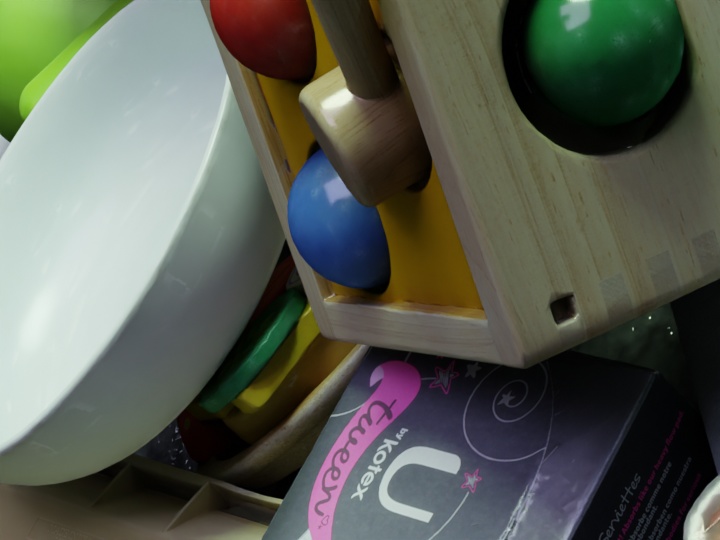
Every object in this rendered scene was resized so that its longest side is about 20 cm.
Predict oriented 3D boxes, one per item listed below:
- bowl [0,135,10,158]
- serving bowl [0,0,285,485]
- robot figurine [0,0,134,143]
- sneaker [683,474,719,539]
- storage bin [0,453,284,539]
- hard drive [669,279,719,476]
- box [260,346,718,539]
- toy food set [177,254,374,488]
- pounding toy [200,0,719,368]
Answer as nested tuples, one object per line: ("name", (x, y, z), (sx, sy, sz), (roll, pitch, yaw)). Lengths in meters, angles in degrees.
("bowl", (-0.185, -0.061, 1.217), (0.200, 0.094, 0.202), (-24, 44, 25))
("serving bowl", (-0.083, -0.005, 0.939), (0.200, 0.066, 0.201), (-41, 32, 32))
("robot figurine", (-0.083, -0.092, 1.093), (0.199, 0.175, 0.116), (19, 91, 19))
("sneaker", (0.195, 0.107, 0.738), (0.199, 0.080, 0.072), (13, 66, 25))
("storage bin", (-0.110, 0.171, 0.942), (0.199, 0.094, 0.199), (11, 64, 48))
("hard drive", (0.152, -0.044, 0.748), (0.200, 0.033, 0.140), (122, 148, -43))
("box", (0.032, 0.130, 0.826), (0.132, 0.115, 0.201), (13, 66, 47))
("toy food set", (0.000, 0.000, 0.963), (0.200, 0.049, 0.198), (-51, 8, -15))
("pounding toy", (0.019, -0.070, 0.755), (0.142, 0.185, 0.200), (-23, 10, -20))
